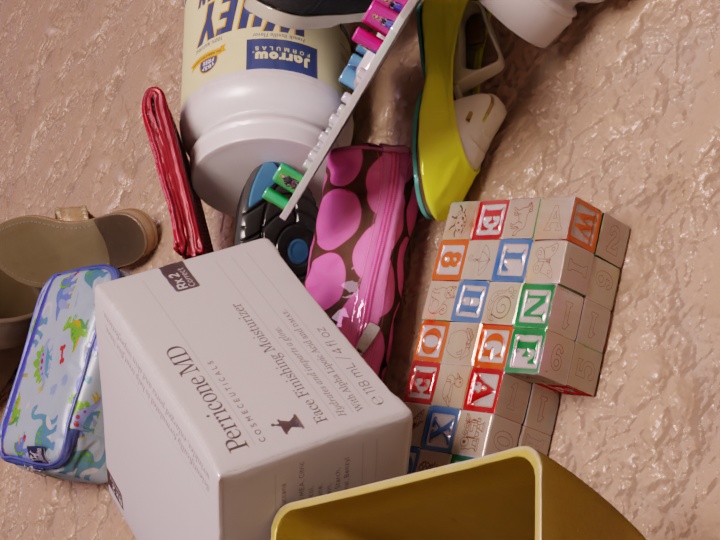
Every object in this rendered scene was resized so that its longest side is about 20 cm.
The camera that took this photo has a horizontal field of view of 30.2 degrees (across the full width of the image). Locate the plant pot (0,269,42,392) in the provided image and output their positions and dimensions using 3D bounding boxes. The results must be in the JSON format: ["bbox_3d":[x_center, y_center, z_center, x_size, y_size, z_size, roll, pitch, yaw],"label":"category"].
[{"bbox_3d":[-0.438,0.070,1.414,0.200,0.199,0.174,52,128,48],"label":"plant pot"}]

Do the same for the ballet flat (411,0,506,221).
[{"bbox_3d":[0.075,-0.133,0.996,0.067,0.067,0.201,-11,60,23],"label":"ballet flat"}]

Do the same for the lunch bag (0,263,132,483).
[{"bbox_3d":[-0.267,0.098,1.266,0.160,0.082,0.201,-2,69,52],"label":"lunch bag"}]

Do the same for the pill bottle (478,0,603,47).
[{"bbox_3d":[0.160,-0.258,0.912,0.200,0.114,0.115,-47,42,24],"label":"pill bottle"}]

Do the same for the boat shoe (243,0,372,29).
[{"bbox_3d":[-0.011,-0.234,1.050,0.072,0.200,0.068,26,116,26],"label":"boat shoe"}]

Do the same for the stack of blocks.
[{"bbox_3d":[0.094,0.057,0.873,0.115,0.058,0.201,1,72,50],"label":"stack of blocks"}]

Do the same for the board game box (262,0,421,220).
[{"bbox_3d":[0.008,-0.158,0.943,0.200,0.026,0.200,-55,5,45],"label":"board game box"}]

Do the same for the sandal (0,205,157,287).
[{"bbox_3d":[-0.281,-0.032,1.372,0.210,0.070,0.078,-6,104,31],"label":"sandal"}]

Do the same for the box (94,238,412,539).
[{"bbox_3d":[-0.076,0.123,0.876,0.199,0.130,0.201,48,145,42],"label":"box"}]

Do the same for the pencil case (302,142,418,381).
[{"bbox_3d":[0.000,0.000,0.994,0.094,0.090,0.201,118,162,-74],"label":"pencil case"}]

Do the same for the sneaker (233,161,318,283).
[{"bbox_3d":[-0.076,0.016,1.052,0.082,0.073,0.202,1,93,60],"label":"sneaker"}]

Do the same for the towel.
[{"bbox_3d":[-0.144,-0.050,1.105,0.022,0.200,0.146,-14,74,-3],"label":"towel"}]

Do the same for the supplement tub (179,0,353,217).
[{"bbox_3d":[-0.078,-0.158,1.119,0.145,0.145,0.201,-29,52,38],"label":"supplement tub"}]

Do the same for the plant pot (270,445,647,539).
[{"bbox_3d":[0.076,0.227,0.712,0.199,0.176,0.201,-22,56,43],"label":"plant pot"}]
